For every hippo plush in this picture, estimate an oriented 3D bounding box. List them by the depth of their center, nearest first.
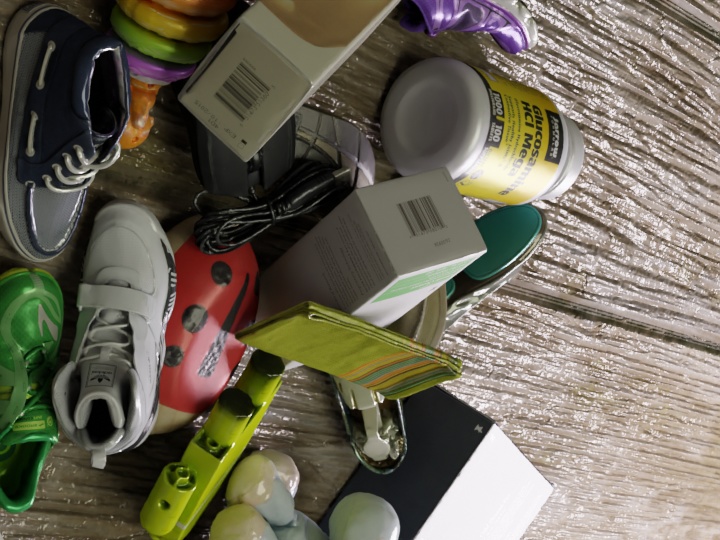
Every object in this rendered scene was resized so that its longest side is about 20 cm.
[{"bbox_3d":[-0.048,0.269,1.568,0.159,0.160,0.201,-53,154,-66],"label":"hippo plush"}]

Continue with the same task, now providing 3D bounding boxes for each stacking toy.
[{"bbox_3d":[-0.144,-0.177,1.274,0.116,0.110,0.201,-4,127,-43],"label":"stacking toy"}]

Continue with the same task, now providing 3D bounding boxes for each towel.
[{"bbox_3d":[-0.006,0.071,1.458,0.199,0.086,0.018,23,51,-45],"label":"towel"}]

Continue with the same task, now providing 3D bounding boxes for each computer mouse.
[{"bbox_3d":[-0.086,-0.118,1.355,0.138,0.053,0.201,-25,113,-19],"label":"computer mouse"}]

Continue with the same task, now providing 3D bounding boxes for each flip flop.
[{"bbox_3d":[-0.065,-0.103,1.440,0.199,0.057,0.082,24,86,-37],"label":"flip flop"}]

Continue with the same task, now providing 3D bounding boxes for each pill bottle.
[{"bbox_3d":[0.118,-0.121,1.587,0.199,0.112,0.113,10,106,-51],"label":"pill bottle"}]

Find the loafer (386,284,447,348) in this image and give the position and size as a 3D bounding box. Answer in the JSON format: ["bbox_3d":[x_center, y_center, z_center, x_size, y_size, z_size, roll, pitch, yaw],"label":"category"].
[{"bbox_3d":[0.037,0.003,1.582,0.068,0.075,0.201,31,57,-36],"label":"loafer"}]

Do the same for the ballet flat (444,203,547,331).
[{"bbox_3d":[0.096,0.009,1.662,0.200,0.068,0.064,-37,151,2],"label":"ballet flat"}]

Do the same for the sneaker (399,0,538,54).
[{"bbox_3d":[0.078,-0.235,1.519,0.200,0.081,0.084,25,110,-46],"label":"sneaker"}]

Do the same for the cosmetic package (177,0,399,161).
[{"bbox_3d":[-0.039,-0.178,1.279,0.105,0.071,0.200,-44,-175,43],"label":"cosmetic package"}]

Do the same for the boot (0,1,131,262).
[{"bbox_3d":[-0.212,-0.084,1.248,0.073,0.090,0.201,-22,129,-39],"label":"boot"}]

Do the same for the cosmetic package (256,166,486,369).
[{"bbox_3d":[0.000,0.000,1.466,0.107,0.085,0.200,-17,164,-37],"label":"cosmetic package"}]

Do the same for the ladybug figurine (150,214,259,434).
[{"bbox_3d":[-0.141,0.048,1.431,0.135,0.072,0.201,13,103,-51],"label":"ladybug figurine"}]

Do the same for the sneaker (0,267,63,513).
[{"bbox_3d":[-0.251,0.092,1.318,0.074,0.083,0.201,-7,118,-36],"label":"sneaker"}]

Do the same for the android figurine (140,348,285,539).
[{"bbox_3d":[-0.128,0.156,1.481,0.200,0.041,0.182,-58,177,40],"label":"android figurine"}]

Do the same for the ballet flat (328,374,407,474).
[{"bbox_3d":[0.009,0.118,1.641,0.074,0.074,0.201,-42,138,-22],"label":"ballet flat"}]

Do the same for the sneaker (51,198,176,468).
[{"bbox_3d":[-0.185,0.050,1.321,0.115,0.075,0.201,-78,173,-80],"label":"sneaker"}]

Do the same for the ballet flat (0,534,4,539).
[{"bbox_3d":[-0.313,0.212,1.346,0.072,0.072,0.200,-56,143,-6],"label":"ballet flat"}]

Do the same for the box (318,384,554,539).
[{"bbox_3d":[0.078,0.246,1.784,0.200,0.104,0.182,-54,143,-10],"label":"box"}]
